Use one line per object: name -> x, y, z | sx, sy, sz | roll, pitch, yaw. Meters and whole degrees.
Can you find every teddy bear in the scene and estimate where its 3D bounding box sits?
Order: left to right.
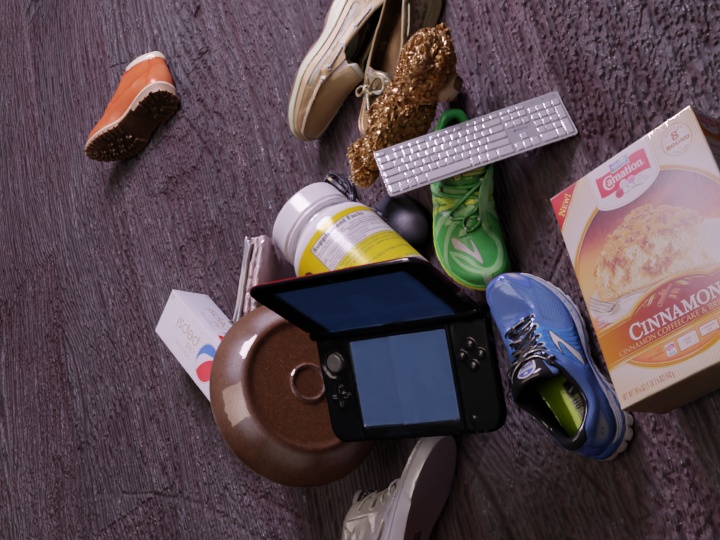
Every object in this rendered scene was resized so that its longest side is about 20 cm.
teddy bear -> 0.053, -0.164, 1.091 | 0.067, 0.144, 0.201 | 48, 121, 17

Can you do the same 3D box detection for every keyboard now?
keyboard -> 0.114, -0.125, 1.012 | 0.197, 0.011, 0.057 | -19, 55, -3

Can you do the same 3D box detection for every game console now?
game console -> 0.015, 0.081, 0.945 | 0.197, 0.118, 0.176 | -10, 91, 35

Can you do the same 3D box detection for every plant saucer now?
plant saucer -> -0.058, 0.122, 1.067 | 0.037, 0.197, 0.204 | 134, 132, -59

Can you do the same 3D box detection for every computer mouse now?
computer mouse -> 0.010, -0.073, 1.185 | 0.199, 0.034, 0.060 | 29, 103, 46

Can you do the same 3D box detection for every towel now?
towel -> -0.113, 0.067, 1.191 | 0.032, 0.191, 0.204 | 7, 85, 11

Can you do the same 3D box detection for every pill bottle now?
pill bottle -> 0.000, 0.000, 1.098 | 0.200, 0.113, 0.115 | 43, 113, 31

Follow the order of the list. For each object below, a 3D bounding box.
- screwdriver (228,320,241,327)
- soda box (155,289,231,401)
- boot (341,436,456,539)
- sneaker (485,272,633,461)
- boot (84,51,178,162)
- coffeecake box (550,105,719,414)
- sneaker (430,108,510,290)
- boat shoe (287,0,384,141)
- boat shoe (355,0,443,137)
screwdriver -> -0.055, 0.094, 1.116 | 0.028, 0.198, 0.029 | -56, 13, 24
soda box -> -0.193, 0.106, 1.340 | 0.200, 0.063, 0.069 | 41, 111, 42
boot -> 0.029, 0.248, 1.066 | 0.095, 0.073, 0.203 | 25, 101, 39
sneaker -> 0.170, 0.080, 0.937 | 0.079, 0.088, 0.202 | -47, 55, 26
boot -> -0.360, -0.253, 1.593 | 0.199, 0.075, 0.109 | -35, 55, 26
coffeecake box -> 0.263, -0.005, 0.849 | 0.153, 0.072, 0.203 | -36, 57, 38
sneaker -> 0.103, -0.073, 1.040 | 0.073, 0.084, 0.203 | -12, 66, -2
boat shoe -> -0.024, -0.246, 1.236 | 0.076, 0.071, 0.203 | 30, 103, 33
boat shoe -> 0.032, -0.243, 1.175 | 0.073, 0.062, 0.204 | 22, 98, 46
